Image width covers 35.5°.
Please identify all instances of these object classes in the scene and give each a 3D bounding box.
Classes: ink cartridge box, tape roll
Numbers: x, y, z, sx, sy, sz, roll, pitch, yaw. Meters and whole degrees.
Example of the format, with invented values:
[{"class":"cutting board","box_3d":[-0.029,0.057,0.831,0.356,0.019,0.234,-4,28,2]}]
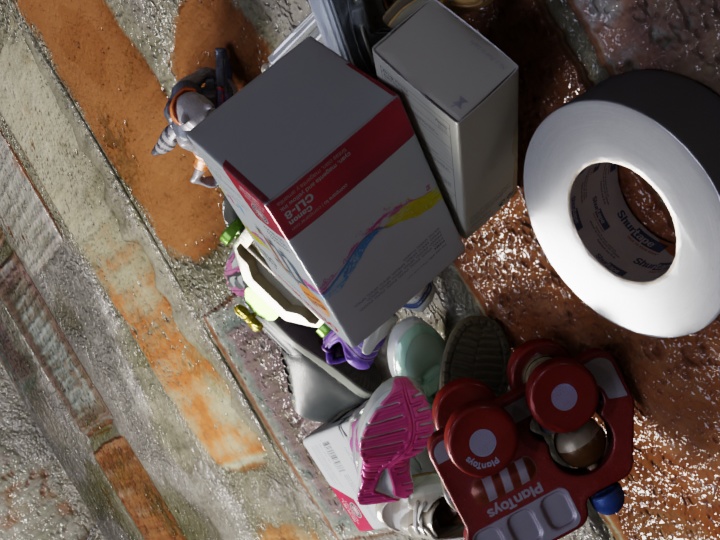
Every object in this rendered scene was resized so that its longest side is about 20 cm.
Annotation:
[{"class":"ink cartridge box","box_3d":[-0.025,-0.066,0.987,0.145,0.144,0.201,40,166,43]},{"class":"ink cartridge box","box_3d":[0.031,0.235,1.396,0.146,0.083,0.200,58,149,0]},{"class":"tape roll","box_3d":[0.222,-0.051,0.878,0.200,0.066,0.202,36,143,32]}]

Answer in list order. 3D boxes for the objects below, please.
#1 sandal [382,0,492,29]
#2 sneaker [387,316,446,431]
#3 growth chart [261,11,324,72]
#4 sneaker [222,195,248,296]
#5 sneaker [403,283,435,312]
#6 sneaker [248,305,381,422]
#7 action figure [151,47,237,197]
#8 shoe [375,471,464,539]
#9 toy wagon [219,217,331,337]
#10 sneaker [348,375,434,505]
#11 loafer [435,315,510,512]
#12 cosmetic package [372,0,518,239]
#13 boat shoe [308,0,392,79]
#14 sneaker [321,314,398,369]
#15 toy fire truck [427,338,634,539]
[{"class":"sandal","box_3d":[0.085,-0.236,0.911,0.054,0.080,0.200,46,153,-11]},{"class":"sneaker","box_3d":[0.106,0.140,1.208,0.118,0.074,0.202,20,143,55]},{"class":"growth chart","box_3d":[-0.013,-0.163,1.117,0.144,0.018,0.201,-29,92,29]},{"class":"sneaker","box_3d":[-0.109,-0.051,1.269,0.079,0.087,0.201,7,140,-1]},{"class":"sneaker","box_3d":[0.000,0.000,1.237,0.088,0.076,0.199,42,171,-38]},{"class":"sneaker","box_3d":[-0.080,0.110,1.379,0.200,0.075,0.106,42,124,-11]},{"class":"action figure","box_3d":[-0.195,-0.150,1.327,0.193,0.103,0.203,133,132,-76]},{"class":"shoe","box_3d":[0.104,0.262,1.248,0.198,0.053,0.071,-10,96,22]},{"class":"toy wagon","box_3d":[-0.078,0.000,1.184,0.155,0.040,0.200,44,141,0]},{"class":"sneaker","box_3d":[0.023,0.169,1.208,0.201,0.080,0.089,104,157,-48]},{"class":"loafer","box_3d":[0.107,0.146,1.139,0.075,0.202,0.068,11,162,-6]},{"class":"cosmetic package","box_3d":[0.077,-0.123,0.959,0.104,0.073,0.200,44,167,22]},{"class":"boat shoe","box_3d":[0.011,-0.208,1.039,0.070,0.072,0.202,-21,102,25]},{"class":"sneaker","box_3d":[-0.027,0.060,1.274,0.080,0.084,0.200,21,-176,-19]},{"class":"toy fire truck","box_3d":[0.165,0.168,1.046,0.169,0.198,0.112,63,180,-9]}]
